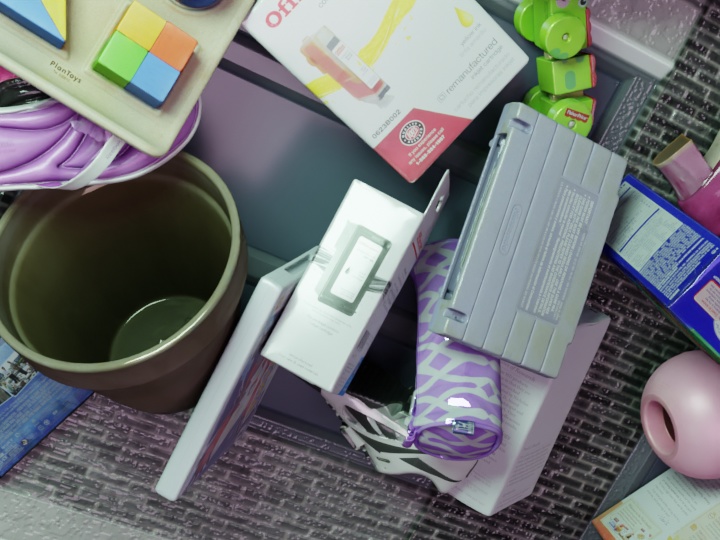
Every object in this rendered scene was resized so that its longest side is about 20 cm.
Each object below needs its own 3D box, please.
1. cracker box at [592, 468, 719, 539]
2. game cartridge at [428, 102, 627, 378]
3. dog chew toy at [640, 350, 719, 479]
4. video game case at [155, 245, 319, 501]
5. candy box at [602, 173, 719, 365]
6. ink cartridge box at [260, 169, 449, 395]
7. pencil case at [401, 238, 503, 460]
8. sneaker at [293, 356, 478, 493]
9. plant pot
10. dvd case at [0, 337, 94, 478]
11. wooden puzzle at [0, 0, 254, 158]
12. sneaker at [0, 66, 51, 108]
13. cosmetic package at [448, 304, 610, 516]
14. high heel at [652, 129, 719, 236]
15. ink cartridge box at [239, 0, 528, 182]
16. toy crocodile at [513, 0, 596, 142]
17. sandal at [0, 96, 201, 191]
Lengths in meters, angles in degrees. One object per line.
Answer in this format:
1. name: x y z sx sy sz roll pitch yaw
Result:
1. cracker box: 0.352 0.252 1.163 0.200 0.134 0.058 -34 114 2
2. game cartridge: 0.142 -0.022 0.959 0.129 0.038 0.200 24 83 -31
3. dog chew toy: 0.379 0.130 1.134 0.199 0.125 0.125 -12 113 -16
4. video game case: -0.093 0.081 0.975 0.023 0.182 0.200 30 104 6
5. candy box: 0.304 0.018 1.025 0.169 0.200 0.077 41 99 -22
6. ink cartridge box: 0.000 0.000 0.957 0.068 0.116 0.200 28 85 7
7. pencil case: 0.078 0.068 0.999 0.085 0.200 0.084 2 146 1
8. sneaker: 0.011 0.139 1.048 0.200 0.074 0.089 29 117 10
9. plant pot: -0.174 0.029 0.924 0.200 0.200 0.174 -21 147 -4
10. dvd case: -0.340 0.076 1.000 0.143 0.018 0.200 -42 115 6
11. wooden puzzle: -0.173 -0.209 0.825 0.185 0.046 0.200 31 73 -17
12. sneaker: -0.230 -0.167 0.894 0.200 0.084 0.121 -33 113 3
13. cosmetic package: 0.150 0.121 1.077 0.102 0.074 0.200 -4 118 -59
14. high heel: 0.374 -0.123 1.058 0.200 0.067 0.096 -37 105 19
15. ink cartridge box: 0.014 -0.194 0.939 0.200 0.083 0.145 41 99 -23
16. toy crocodile: 0.176 -0.176 0.994 0.062 0.068 0.200 -15 116 -12
17. sandal: -0.212 -0.096 0.849 0.202 0.050 0.083 -17 104 -10
